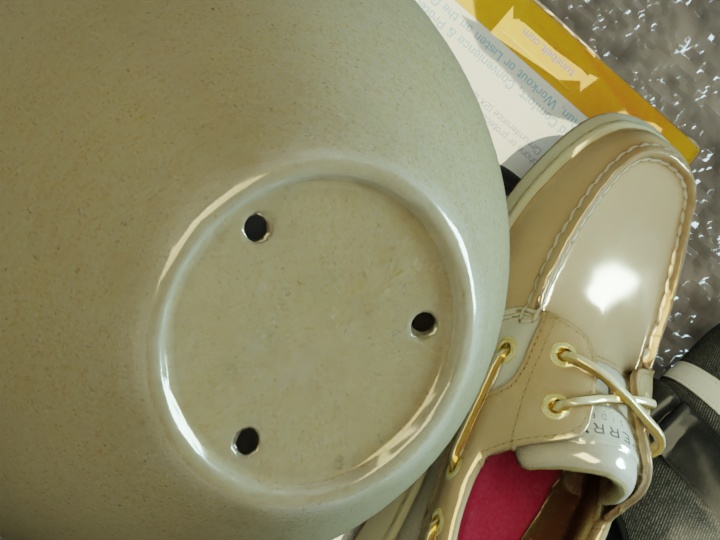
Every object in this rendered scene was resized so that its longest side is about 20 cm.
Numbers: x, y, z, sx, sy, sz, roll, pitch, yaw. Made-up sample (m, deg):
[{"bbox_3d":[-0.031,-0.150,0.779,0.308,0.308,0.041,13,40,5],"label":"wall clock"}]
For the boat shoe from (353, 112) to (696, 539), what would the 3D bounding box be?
[{"bbox_3d":[0.058,0.052,0.851,0.073,0.069,0.201,23,91,-35],"label":"boat shoe"}]

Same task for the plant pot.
[{"bbox_3d":[-0.038,0.000,0.765,0.199,0.134,0.202,-7,108,-23],"label":"plant pot"}]

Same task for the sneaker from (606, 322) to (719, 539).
[{"bbox_3d":[0.145,0.117,0.905,0.112,0.073,0.201,-32,85,-9],"label":"sneaker"}]

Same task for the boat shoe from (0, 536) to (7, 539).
[{"bbox_3d":[-0.113,0.083,0.854,0.200,0.057,0.067,40,80,-7],"label":"boat shoe"}]

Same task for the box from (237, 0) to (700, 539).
[{"bbox_3d":[0.000,0.000,0.893,0.119,0.041,0.200,41,82,-7],"label":"box"}]
